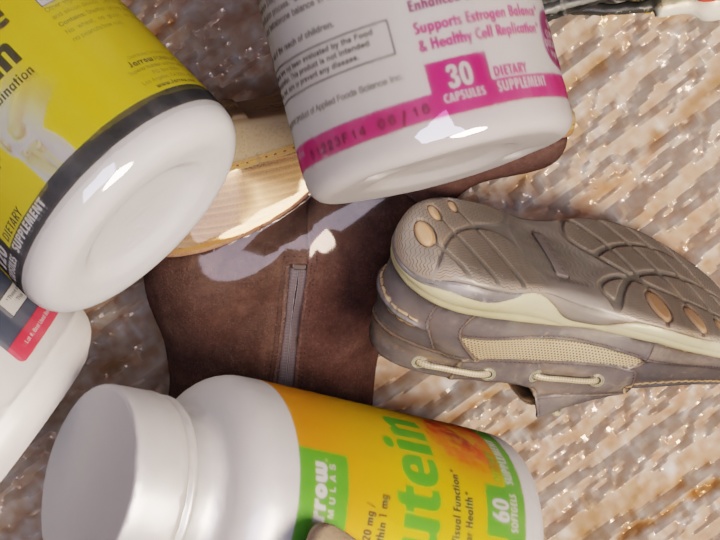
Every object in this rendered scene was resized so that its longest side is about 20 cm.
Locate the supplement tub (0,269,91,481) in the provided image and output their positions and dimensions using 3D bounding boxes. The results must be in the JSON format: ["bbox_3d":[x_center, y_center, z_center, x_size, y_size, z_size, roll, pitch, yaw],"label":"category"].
[{"bbox_3d":[-0.227,0.015,0.990,0.200,0.140,0.141,40,94,-9],"label":"supplement tub"}]

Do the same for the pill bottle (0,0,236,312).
[{"bbox_3d":[-0.153,-0.087,0.973,0.112,0.112,0.200,-46,74,3],"label":"pill bottle"}]

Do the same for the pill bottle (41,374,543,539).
[{"bbox_3d":[-0.030,0.107,1.001,0.199,0.111,0.112,15,98,-33],"label":"pill bottle"}]

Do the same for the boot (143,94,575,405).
[{"bbox_3d":[0.000,0.000,1.058,0.198,0.072,0.168,-6,113,-7],"label":"boot"}]

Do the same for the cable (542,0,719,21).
[{"bbox_3d":[0.106,-0.114,1.022,0.198,0.097,0.051,-19,94,-1],"label":"cable"}]

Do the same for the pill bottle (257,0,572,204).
[{"bbox_3d":[0.008,-0.137,0.949,0.112,0.113,0.202,-15,85,-2],"label":"pill bottle"}]

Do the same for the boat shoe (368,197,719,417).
[{"bbox_3d":[0.087,0.022,1.043,0.199,0.075,0.074,14,126,-30],"label":"boat shoe"}]

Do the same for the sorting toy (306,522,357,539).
[{"bbox_3d":[-0.006,0.229,0.959,0.185,0.036,0.201,38,74,-32],"label":"sorting toy"}]
